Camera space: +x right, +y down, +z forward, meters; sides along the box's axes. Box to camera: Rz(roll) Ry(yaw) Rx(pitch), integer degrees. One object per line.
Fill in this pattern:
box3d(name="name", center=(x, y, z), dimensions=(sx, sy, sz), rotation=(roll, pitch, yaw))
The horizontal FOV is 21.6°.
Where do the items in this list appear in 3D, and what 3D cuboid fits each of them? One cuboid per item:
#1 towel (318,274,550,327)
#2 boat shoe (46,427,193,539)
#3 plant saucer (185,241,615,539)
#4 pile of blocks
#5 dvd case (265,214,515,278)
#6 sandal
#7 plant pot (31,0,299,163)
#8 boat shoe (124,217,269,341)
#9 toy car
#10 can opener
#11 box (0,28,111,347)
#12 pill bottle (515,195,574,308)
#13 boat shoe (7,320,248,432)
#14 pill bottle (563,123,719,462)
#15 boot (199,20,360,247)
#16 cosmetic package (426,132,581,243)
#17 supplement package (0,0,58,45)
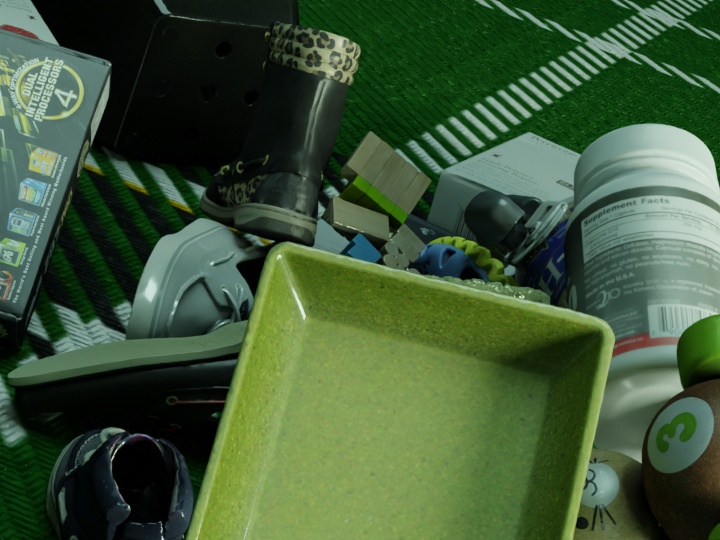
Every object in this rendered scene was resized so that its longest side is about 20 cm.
box3d(name="towel", center=(0.036, 0.074, 1.137), dimensions=(0.199, 0.150, 0.036), rotation=(2, -5, -33))
box3d(name="boat shoe", center=(-0.118, 0.113, 0.973), dimensions=(0.074, 0.093, 0.200), rotation=(10, 22, -17))
box3d(name="plant saucer", center=(0.022, 0.103, 1.030), dimensions=(0.198, 0.201, 0.048), rotation=(14, -21, 4))
box3d(name="pile of blocks", center=(0.000, 0.000, 1.308), dimensions=(0.082, 0.062, 0.201), rotation=(21, 48, -24))
box3d(name="dvd case", center=(0.026, -0.001, 1.459), dimensions=(0.150, 0.025, 0.200), rotation=(25, 24, 19))
box3d(name="sandal", center=(0.080, 0.047, 1.292), dimensions=(0.087, 0.080, 0.200), rotation=(-30, 40, -14))
box3d(name="plant pot", center=(-0.159, -0.200, 1.599), dimensions=(0.198, 0.201, 0.178), rotation=(2, 36, -33))
box3d(name="boat shoe", center=(-0.104, 0.017, 1.269), dimensions=(0.068, 0.073, 0.200), rotation=(17, 11, 7))
box3d(name="toy car", center=(0.141, 0.134, 1.067), dimensions=(0.198, 0.158, 0.165), rotation=(-5, 48, 4))
box3d(name="can opener", center=(0.103, -0.038, 1.326), dimensions=(0.067, 0.053, 0.200), rotation=(40, 0, -6))
box3d(name="box", center=(-0.263, -0.066, 1.211), dimensions=(0.160, 0.049, 0.201), rotation=(16, 63, -1))
box3d(name="pill bottle", center=(0.194, 0.034, 1.366), dimensions=(0.119, 0.120, 0.200), rotation=(10, 22, -18))
box3d(name="boat shoe", center=(-0.108, 0.068, 1.124), dimensions=(0.200, 0.064, 0.074), rotation=(-7, 10, -15))
box3d(name="pill bottle", center=(0.188, 0.012, 1.209), dimensions=(0.113, 0.114, 0.201), rotation=(12, 49, -12))
box3d(name="boot", center=(-0.058, -0.100, 1.370), dimensions=(0.073, 0.152, 0.200), rotation=(14, 3, -13))
box3d(name="cosmetic package", center=(0.141, -0.056, 1.617), dimensions=(0.101, 0.074, 0.200), rotation=(24, 24, 18))
box3d(name="supplement package", center=(-0.289, -0.123, 1.389), dimensions=(0.120, 0.121, 0.200), rotation=(6, 24, -26))
